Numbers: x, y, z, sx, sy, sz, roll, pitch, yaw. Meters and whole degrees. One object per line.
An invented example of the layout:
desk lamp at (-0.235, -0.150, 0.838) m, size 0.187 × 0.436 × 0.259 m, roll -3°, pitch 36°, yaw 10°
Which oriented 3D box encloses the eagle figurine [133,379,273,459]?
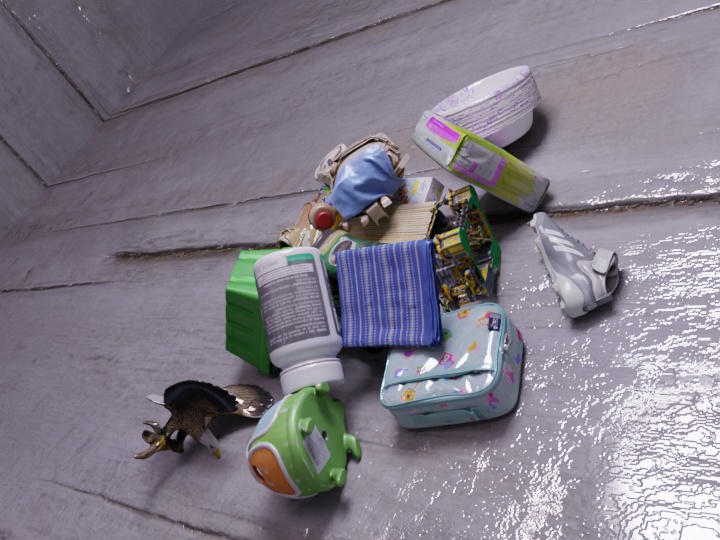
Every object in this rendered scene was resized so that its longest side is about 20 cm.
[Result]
eagle figurine at (-0.260, 0.235, 1.353) m, size 0.199 × 0.151 × 0.152 m, roll -42°, pitch 20°, yaw 14°

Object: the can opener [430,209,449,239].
can opener at (0.068, -0.055, 1.441) m, size 0.197 × 0.067 × 0.053 m, roll -28°, pitch 34°, yaw 24°

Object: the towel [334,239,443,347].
towel at (0.035, 0.037, 1.166) m, size 0.024 × 0.149 × 0.197 m, roll -5°, pitch -1°, yaw -44°

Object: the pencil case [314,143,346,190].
pencil case at (0.001, -0.137, 1.475) m, size 0.077 × 0.200 × 0.091 m, roll -23°, pitch 37°, yaw 37°

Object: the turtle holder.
turtle holder at (-0.087, 0.232, 1.162) m, size 0.130 × 0.141 × 0.188 m, roll -23°, pitch 40°, yaw 23°

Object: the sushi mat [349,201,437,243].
sushi mat at (0.046, -0.065, 1.359) m, size 0.198 × 0.012 × 0.098 m, roll 1°, pitch 66°, yaw 51°

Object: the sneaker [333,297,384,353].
sneaker at (-0.001, 0.092, 1.311) m, size 0.197 × 0.076 × 0.089 m, roll -17°, pitch 37°, yaw 31°

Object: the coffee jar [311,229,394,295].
coffee jar at (0.000, 0.000, 1.289) m, size 0.198 × 0.086 × 0.105 m, roll 16°, pitch 61°, yaw 43°

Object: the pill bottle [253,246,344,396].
pill bottle at (-0.089, 0.078, 1.224) m, size 0.111 × 0.112 × 0.205 m, roll -20°, pitch 74°, yaw 25°

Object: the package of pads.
package of pads at (0.197, -0.177, 1.333) m, size 0.069 × 0.197 × 0.155 m, roll -61°, pitch 30°, yaw 14°

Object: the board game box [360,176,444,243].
board game box at (0.055, -0.057, 1.382) m, size 0.133 × 0.034 × 0.204 m, roll 2°, pitch 67°, yaw 50°

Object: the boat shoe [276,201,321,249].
boat shoe at (-0.122, -0.045, 1.511) m, size 0.073 × 0.066 × 0.204 m, roll -20°, pitch 48°, yaw 53°

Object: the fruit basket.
fruit basket at (-0.122, 0.067, 1.398) m, size 0.212 × 0.217 × 0.157 m, roll -17°, pitch 37°, yaw 29°

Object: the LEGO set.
LEGO set at (0.134, -0.026, 1.257) m, size 0.114 × 0.155 × 0.202 m, roll -19°, pitch 33°, yaw 25°

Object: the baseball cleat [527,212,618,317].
baseball cleat at (0.306, -0.018, 1.164) m, size 0.104 × 0.070 × 0.203 m, roll -21°, pitch 45°, yaw 13°

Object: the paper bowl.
paper bowl at (0.232, -0.280, 1.484) m, size 0.197 × 0.106 × 0.201 m, roll -26°, pitch 15°, yaw 7°

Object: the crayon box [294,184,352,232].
crayon box at (-0.062, -0.077, 1.568) m, size 0.126 × 0.051 × 0.201 m, roll -51°, pitch 29°, yaw 18°

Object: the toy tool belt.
toy tool belt at (-0.004, -0.130, 1.349) m, size 0.200 × 0.125 × 0.123 m, roll -43°, pitch 22°, yaw 5°

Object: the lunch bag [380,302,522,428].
lunch bag at (0.126, 0.135, 1.129) m, size 0.197 × 0.077 × 0.162 m, roll -17°, pitch 37°, yaw 33°
